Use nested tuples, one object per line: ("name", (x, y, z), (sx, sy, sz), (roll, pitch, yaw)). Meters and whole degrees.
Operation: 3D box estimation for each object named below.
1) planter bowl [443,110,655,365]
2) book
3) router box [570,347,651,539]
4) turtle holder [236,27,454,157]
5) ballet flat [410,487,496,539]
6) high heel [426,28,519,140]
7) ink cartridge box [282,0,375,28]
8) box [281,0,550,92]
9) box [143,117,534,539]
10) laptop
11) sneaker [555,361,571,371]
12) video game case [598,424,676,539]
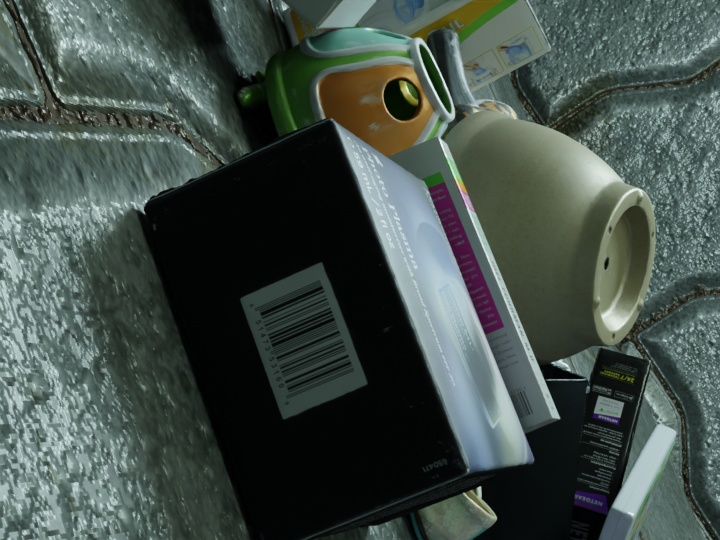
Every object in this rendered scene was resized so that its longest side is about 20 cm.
("planter bowl", (0.140, -0.012, 1.037), (0.200, 0.135, 0.200), (-28, 124, -51))
("book", (0.031, 0.029, 0.902), (0.200, 0.134, 0.048), (70, 14, 14))
("router box", (0.210, 0.181, 1.229), (0.200, 0.051, 0.149), (83, 25, -59))
("turtle holder", (0.004, -0.113, 1.040), (0.141, 0.132, 0.186), (70, 14, 16))
("ballet flat", (0.044, 0.100, 0.982), (0.200, 0.062, 0.067), (69, 14, 13))
("high heel", (0.100, -0.090, 1.161), (0.200, 0.071, 0.143), (54, 25, -50))
("ink cartridge box", (-0.065, -0.267, 0.986), (0.200, 0.084, 0.144), (40, 15, 1))
("box", (0.047, -0.211, 1.206), (0.101, 0.200, 0.113), (50, 17, -47))
("box", (-0.003, 0.040, 0.785), (0.200, 0.123, 0.198), (69, 13, 11))
("laptop", (0.116, 0.163, 1.082), (0.200, 0.103, 0.177), (-159, -104, -79))
("sneaker", (0.145, 0.078, 1.270), (0.081, 0.075, 0.200), (19, 50, -40))
("video game case", (0.206, 0.239, 1.129), (0.200, 0.022, 0.182), (-31, 140, -65))
